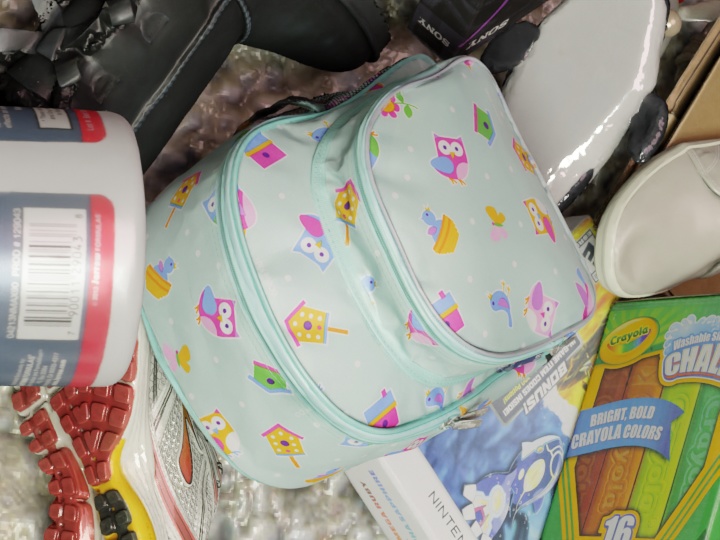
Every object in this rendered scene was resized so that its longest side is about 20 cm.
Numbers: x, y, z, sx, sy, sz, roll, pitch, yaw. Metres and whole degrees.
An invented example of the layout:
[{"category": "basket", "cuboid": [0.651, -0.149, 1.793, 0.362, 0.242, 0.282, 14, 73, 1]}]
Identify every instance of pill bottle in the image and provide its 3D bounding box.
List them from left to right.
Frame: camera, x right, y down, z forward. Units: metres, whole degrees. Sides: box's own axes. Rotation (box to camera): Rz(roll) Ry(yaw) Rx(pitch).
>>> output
[{"category": "pill bottle", "cuboid": [-0.198, -0.011, 0.975, 0.199, 0.120, 0.121, 2, 84, -16]}]

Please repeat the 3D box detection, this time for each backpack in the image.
[{"category": "backpack", "cuboid": [0.000, 0.000, 1.076, 0.200, 0.153, 0.177, -27, 93, -42]}]

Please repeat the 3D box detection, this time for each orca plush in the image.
[{"category": "orca plush", "cuboid": [0.112, -0.062, 1.216, 0.071, 0.105, 0.201, 25, 77, -70]}]

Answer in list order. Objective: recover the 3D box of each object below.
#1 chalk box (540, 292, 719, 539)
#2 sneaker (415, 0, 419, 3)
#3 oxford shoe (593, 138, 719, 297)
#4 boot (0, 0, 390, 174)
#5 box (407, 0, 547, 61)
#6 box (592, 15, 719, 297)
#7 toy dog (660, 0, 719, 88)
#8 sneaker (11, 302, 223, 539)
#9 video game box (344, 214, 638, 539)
[{"category": "chalk box", "cuboid": [0.197, 0.087, 1.211, 0.124, 0.124, 0.201, 30, 68, -31]}, {"category": "sneaker", "cuboid": [0.027, -0.206, 1.182, 0.080, 0.076, 0.200, -36, 113, 8]}, {"category": "oxford shoe", "cuboid": [0.205, -0.035, 1.244, 0.199, 0.058, 0.076, -19, 117, -35]}, {"category": "boot", "cuboid": [-0.080, -0.103, 1.108, 0.163, 0.073, 0.198, -55, 146, -7]}, {"category": "box", "cuboid": [0.107, -0.198, 1.110, 0.036, 0.200, 0.143, 45, 53, 12]}, {"category": "box", "cuboid": [0.226, -0.035, 1.316, 0.200, 0.021, 0.164, 44, 71, -39]}, {"category": "toy dog", "cuboid": [0.219, -0.190, 1.322, 0.132, 0.096, 0.201, 30, 69, -29]}, {"category": "sneaker", "cuboid": [-0.111, 0.081, 1.086, 0.082, 0.077, 0.202, 1, 84, -57]}, {"category": "video game box", "cuboid": [0.098, 0.101, 1.240, 0.200, 0.047, 0.183, -44, 112, -31]}]
